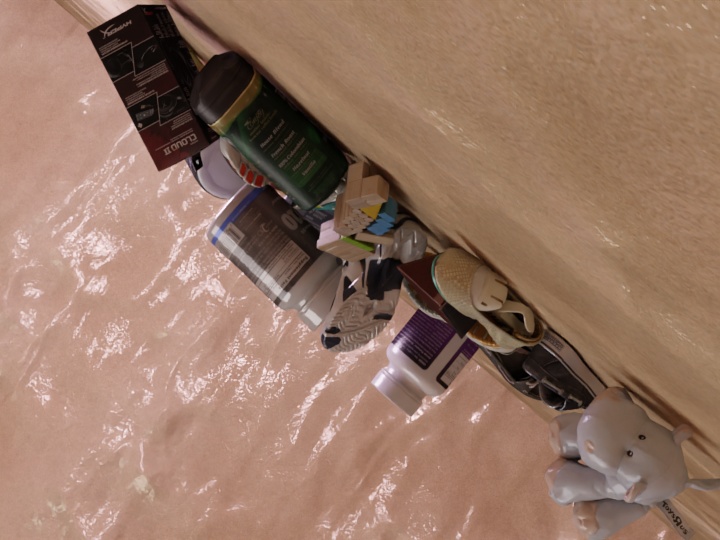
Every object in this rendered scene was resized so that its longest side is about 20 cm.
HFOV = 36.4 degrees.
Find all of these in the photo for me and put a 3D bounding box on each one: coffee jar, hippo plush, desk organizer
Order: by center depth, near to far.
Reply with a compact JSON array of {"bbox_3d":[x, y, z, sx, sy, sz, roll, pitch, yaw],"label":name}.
[{"bbox_3d":[0.284,0.220,1.180,0.199,0.160,0.161,40,179,17],"label":"hippo plush"},{"bbox_3d":[-0.110,-0.166,1.287,0.199,0.085,0.104,41,-175,-24],"label":"coffee jar"},{"bbox_3d":[0.109,0.017,1.363,0.077,0.072,0.200,42,178,18],"label":"desk organizer"}]

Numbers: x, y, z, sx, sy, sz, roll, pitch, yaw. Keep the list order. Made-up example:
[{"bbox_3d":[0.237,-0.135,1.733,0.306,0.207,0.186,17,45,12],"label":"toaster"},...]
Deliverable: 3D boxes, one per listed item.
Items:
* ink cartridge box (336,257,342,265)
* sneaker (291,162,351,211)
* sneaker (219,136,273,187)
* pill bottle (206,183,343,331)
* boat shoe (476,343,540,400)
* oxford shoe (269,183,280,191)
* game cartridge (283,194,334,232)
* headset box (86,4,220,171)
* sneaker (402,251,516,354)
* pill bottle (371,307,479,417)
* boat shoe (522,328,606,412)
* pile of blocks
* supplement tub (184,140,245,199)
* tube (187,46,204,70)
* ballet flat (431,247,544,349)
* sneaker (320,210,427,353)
[{"bbox_3d":[0.009,-0.026,1.631,0.068,0.116,0.200,39,178,12],"label":"ink cartridge box"},{"bbox_3d":[-0.034,-0.099,1.428,0.079,0.079,0.200,28,176,-21],"label":"sneaker"},{"bbox_3d":[-0.145,-0.152,1.423,0.081,0.078,0.200,22,178,23],"label":"sneaker"},{"bbox_3d":[-0.103,-0.020,1.489,0.200,0.114,0.114,43,178,0],"label":"pill bottle"},{"bbox_3d":[0.226,0.129,1.597,0.200,0.067,0.057,45,-173,-18],"label":"boat shoe"},{"bbox_3d":[-0.098,-0.163,1.716,0.200,0.069,0.076,23,-133,-77],"label":"oxford shoe"},{"bbox_3d":[-0.059,-0.069,1.663,0.041,0.134,0.199,47,-169,34],"label":"game cartridge"},{"bbox_3d":[-0.238,-0.218,1.345,0.149,0.076,0.203,-79,-36,-76],"label":"headset box"},{"bbox_3d":[0.138,0.053,1.512,0.199,0.076,0.088,40,178,28],"label":"sneaker"},{"bbox_3d":[0.109,0.119,1.666,0.111,0.201,0.111,39,178,2],"label":"pill bottle"},{"bbox_3d":[0.254,0.143,1.368,0.072,0.068,0.200,39,177,36],"label":"boat shoe"},{"bbox_3d":[0.007,-0.075,1.293,0.081,0.063,0.200,11,158,-11],"label":"pile of blocks"},{"bbox_3d":[-0.210,-0.202,1.596,0.122,0.122,0.201,42,-171,-41],"label":"supplement tub"},{"bbox_3d":[-0.278,-0.327,1.626,0.200,0.051,0.059,34,-136,-67],"label":"tube"},{"bbox_3d":[0.152,0.031,1.242,0.061,0.069,0.199,2,157,37],"label":"ballet flat"},{"bbox_3d":[0.000,0.000,1.424,0.078,0.201,0.130,18,-161,-27],"label":"sneaker"}]
